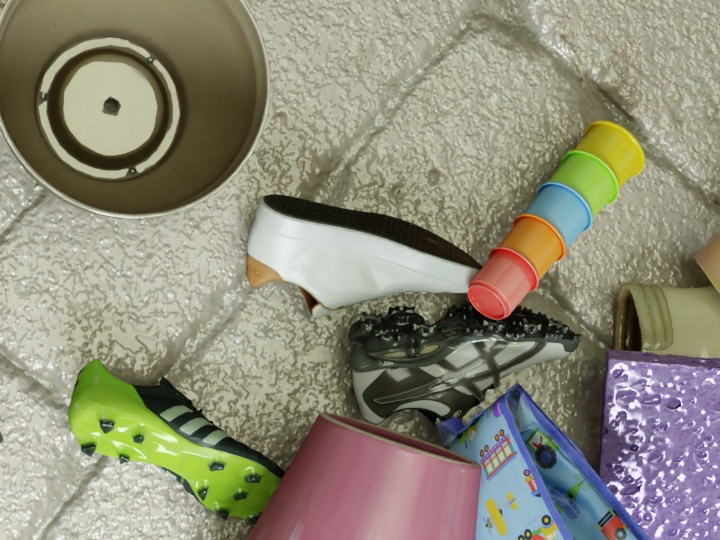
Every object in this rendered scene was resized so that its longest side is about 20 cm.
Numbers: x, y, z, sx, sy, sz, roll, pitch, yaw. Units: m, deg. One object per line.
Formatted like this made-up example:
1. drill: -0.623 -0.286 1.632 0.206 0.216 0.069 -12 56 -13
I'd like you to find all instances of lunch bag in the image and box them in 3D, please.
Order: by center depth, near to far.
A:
1. lunch bag: 0.114 0.198 1.167 0.094 0.151 0.200 -11 59 -45

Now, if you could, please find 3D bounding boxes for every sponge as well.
1. sponge: 0.248 0.168 1.254 0.111 0.030 0.201 4 104 1

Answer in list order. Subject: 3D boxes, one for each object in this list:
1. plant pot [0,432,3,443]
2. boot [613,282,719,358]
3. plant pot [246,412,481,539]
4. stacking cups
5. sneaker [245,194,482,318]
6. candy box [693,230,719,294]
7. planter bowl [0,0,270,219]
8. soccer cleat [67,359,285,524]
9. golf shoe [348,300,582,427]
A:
1. plant pot: -0.379 0.088 1.036 0.199 0.200 0.178 -35 85 -17
2. boot: 0.293 0.105 1.293 0.155 0.073 0.201 0 79 -19
3. plant pot: 0.003 0.208 1.122 0.199 0.200 0.180 19 88 -15
4. stacking cups: 0.155 -0.038 1.255 0.061 0.060 0.200 47 64 -8
5. sneaker: 0.000 0.000 1.229 0.199 0.073 0.085 13 110 -20
6. candy box: 0.368 0.035 1.236 0.055 0.116 0.200 -26 74 -27
7. planter bowl: -0.178 -0.130 1.139 0.199 0.135 0.201 2 85 -16
8. soccer cleat: -0.131 0.128 1.168 0.200 0.081 0.068 30 121 -28
9. golf shoe: 0.083 0.077 1.244 0.199 0.078 0.095 -2 108 -19
